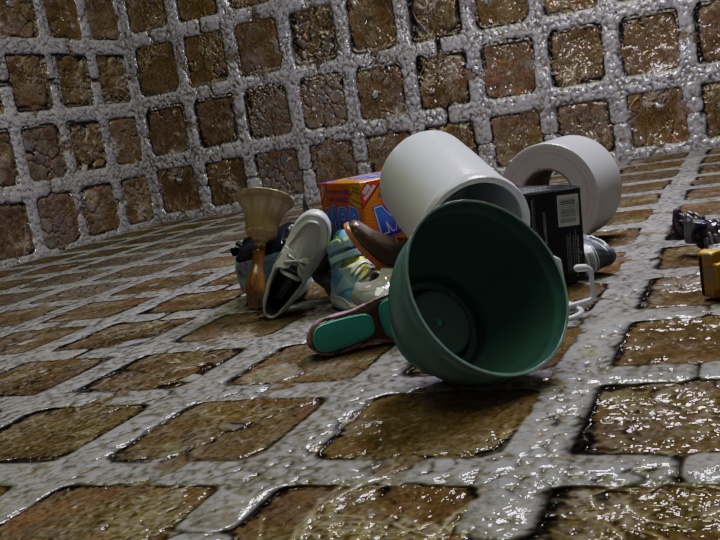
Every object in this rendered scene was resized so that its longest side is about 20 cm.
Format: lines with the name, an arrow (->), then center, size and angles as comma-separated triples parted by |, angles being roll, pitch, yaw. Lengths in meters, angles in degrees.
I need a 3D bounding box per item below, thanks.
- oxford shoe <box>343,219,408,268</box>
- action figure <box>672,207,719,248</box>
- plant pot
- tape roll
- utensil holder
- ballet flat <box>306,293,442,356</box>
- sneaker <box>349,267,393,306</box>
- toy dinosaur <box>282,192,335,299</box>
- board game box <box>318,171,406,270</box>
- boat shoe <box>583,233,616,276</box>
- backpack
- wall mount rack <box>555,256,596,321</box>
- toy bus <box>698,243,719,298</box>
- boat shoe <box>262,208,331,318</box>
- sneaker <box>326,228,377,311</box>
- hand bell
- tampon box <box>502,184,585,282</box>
oxford shoe -> 0.063, -0.034, 1.502 | 0.199, 0.073, 0.071 | 31, 22, -23
action figure -> 0.570, -0.054, 1.469 | 0.129, 0.070, 0.200 | -3, 10, -21
plant pot -> 0.111, 0.041, 1.060 | 0.199, 0.202, 0.134 | -15, -17, -30
tape roll -> 0.385, -0.152, 1.837 | 0.201, 0.205, 0.139 | -3, 12, 34
utensil holder -> 0.133, -0.101, 1.420 | 0.168, 0.171, 0.200 | -12, 33, -14
ballet flat -> 0.021, 0.069, 1.305 | 0.198, 0.070, 0.071 | -15, 8, -5
sneaker -> 0.067, 0.019, 1.432 | 0.092, 0.076, 0.199 | 31, 32, 33
toy dinosaur -> -0.079, -0.045, 1.654 | 0.101, 0.202, 0.077 | -13, 18, -20
board game box -> 0.064, -0.074, 1.701 | 0.198, 0.202, 0.200 | -13, 9, -21
boat shoe -> 0.345, -0.036, 1.577 | 0.067, 0.072, 0.200 | -15, 13, -19
backpack -> -0.158, -0.009, 1.773 | 0.166, 0.128, 0.200 | -22, 10, 6
wall mount rack -> 0.218, 0.028, 1.311 | 0.172, 0.075, 0.200 | -13, 8, -8
toy bus -> 0.542, -0.012, 1.247 | 0.198, 0.066, 0.078 | -12, 11, -19
boat shoe -> -0.106, -0.005, 1.585 | 0.073, 0.201, 0.065 | 23, 23, -1
sneaker -> 0.000, 0.000, 1.533 | 0.079, 0.132, 0.199 | -14, 11, -28
hand bell -> -0.173, -0.030, 1.640 | 0.103, 0.202, 0.104 | 3, -17, 1
tampon box -> 0.251, -0.057, 1.534 | 0.125, 0.151, 0.200 | -8, 8, -19
